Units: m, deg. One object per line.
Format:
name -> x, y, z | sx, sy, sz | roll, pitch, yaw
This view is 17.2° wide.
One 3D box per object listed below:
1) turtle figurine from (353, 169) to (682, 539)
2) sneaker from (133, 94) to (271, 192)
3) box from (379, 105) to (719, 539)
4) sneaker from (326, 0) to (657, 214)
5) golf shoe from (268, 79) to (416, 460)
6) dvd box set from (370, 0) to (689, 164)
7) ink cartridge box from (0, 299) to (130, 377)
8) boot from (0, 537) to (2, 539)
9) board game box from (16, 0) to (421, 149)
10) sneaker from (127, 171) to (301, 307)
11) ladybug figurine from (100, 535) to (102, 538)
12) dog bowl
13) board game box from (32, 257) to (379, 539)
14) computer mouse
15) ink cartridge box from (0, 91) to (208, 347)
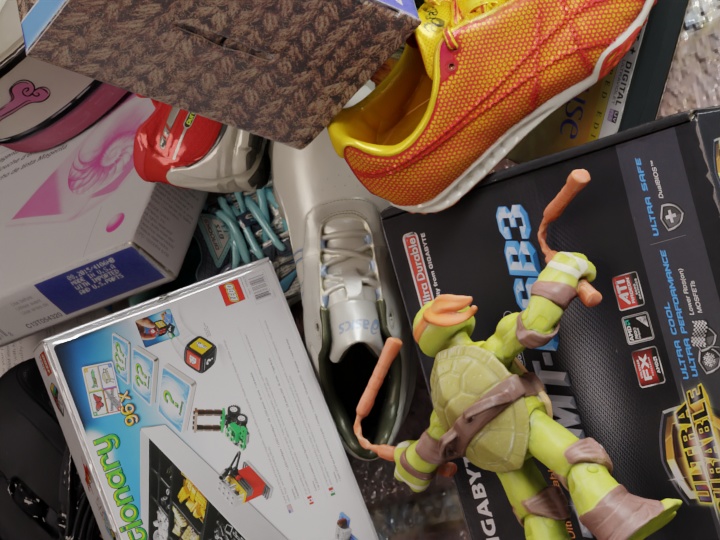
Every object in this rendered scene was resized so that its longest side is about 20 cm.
turtle figurine -> 0.074, 0.063, 1.087 | 0.162, 0.064, 0.200 | 52, 126, 17
sneaker -> -0.088, -0.127, 1.253 | 0.077, 0.084, 0.201 | 87, -177, -51
box -> 0.116, 0.042, 1.123 | 0.198, 0.050, 0.202 | -15, 89, 42
sneaker -> 0.068, -0.110, 1.106 | 0.200, 0.077, 0.073 | -46, 35, 10
golf shoe -> 0.000, 0.000, 1.198 | 0.097, 0.078, 0.202 | -104, 5, -69
dvd box set -> 0.076, -0.134, 1.201 | 0.199, 0.029, 0.147 | 28, 108, 42
ink cartridge box -> -0.190, 0.039, 1.436 | 0.199, 0.068, 0.117 | -15, 78, 43
boot -> -0.202, 0.191, 1.410 | 0.198, 0.073, 0.163 | 46, 146, 28
board game box -> -0.081, -0.180, 1.122 | 0.097, 0.159, 0.201 | -45, 44, 33
sneaker -> -0.047, -0.015, 1.280 | 0.200, 0.086, 0.078 | -38, 63, 34
ladybug figurine -> -0.086, 0.100, 1.295 | 0.072, 0.136, 0.200 | 40, 147, 3
dog bowl -> -0.173, -0.155, 1.367 | 0.200, 0.074, 0.201 | -33, 34, 25
board game box -> -0.068, 0.109, 1.179 | 0.201, 0.125, 0.035 | 69, 160, 4
computer mouse -> -0.174, 0.103, 1.282 | 0.200, 0.052, 0.140 | -132, 53, -65
ink cartridge box -> -0.152, -0.054, 1.338 | 0.196, 0.043, 0.201 | -21, 39, 39
